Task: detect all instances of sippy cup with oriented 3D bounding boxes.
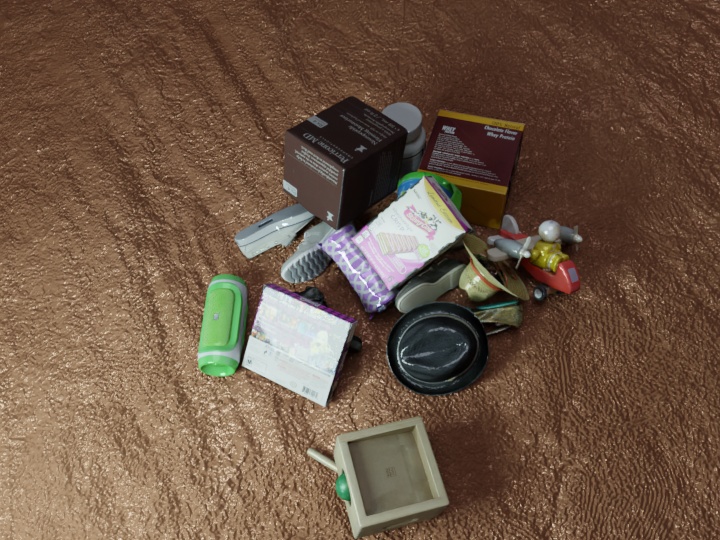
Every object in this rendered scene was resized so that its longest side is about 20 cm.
[{"bbox_3d":[0.128,-0.117,1.372,0.139,0.178,0.131,20,61,2],"label":"sippy cup"}]

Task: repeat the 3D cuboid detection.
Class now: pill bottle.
[{"bbox_3d":[0.093,-0.273,1.455,0.109,0.200,0.110,-2,59,4],"label":"pill bottle"}]

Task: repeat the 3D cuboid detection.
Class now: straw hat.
[{"bbox_3d":[0.247,0.017,1.315,0.085,0.201,0.201,-46,60,20],"label":"straw hat"}]

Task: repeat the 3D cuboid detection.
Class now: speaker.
[{"bbox_3d":[-0.283,0.112,1.338,0.088,0.089,0.200,-2,60,5],"label":"speaker"}]

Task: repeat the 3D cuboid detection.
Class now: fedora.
[{"bbox_3d":[0.143,0.149,1.232,0.200,0.092,0.201,-1,84,11],"label":"fedora"}]

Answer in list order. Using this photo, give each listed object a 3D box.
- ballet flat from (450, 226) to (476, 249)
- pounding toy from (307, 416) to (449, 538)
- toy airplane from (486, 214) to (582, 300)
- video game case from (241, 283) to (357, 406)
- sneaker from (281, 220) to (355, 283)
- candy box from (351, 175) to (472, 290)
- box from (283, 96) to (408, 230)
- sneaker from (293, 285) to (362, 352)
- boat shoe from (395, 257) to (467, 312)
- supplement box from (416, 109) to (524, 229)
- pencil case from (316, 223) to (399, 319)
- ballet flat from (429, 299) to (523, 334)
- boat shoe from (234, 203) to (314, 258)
[{"bbox_3d":[0.159,-0.057,1.412,0.199,0.046,0.068,-16,59,-4],"label":"ballet flat"},{"bbox_3d":[0.023,0.363,1.148,0.199,0.142,0.184,-10,59,-13],"label":"pounding toy"},{"bbox_3d":[0.361,-0.053,1.331,0.199,0.141,0.200,20,41,0],"label":"toy airplane"},{"bbox_3d":[-0.123,0.144,1.271,0.200,0.036,0.182,22,105,18],"label":"video game case"},{"bbox_3d":[-0.103,-0.049,1.432,0.200,0.075,0.082,-41,47,-21],"label":"sneaker"},{"bbox_3d":[0.099,-0.072,1.275,0.200,0.061,0.137,-40,83,23],"label":"candy box"},{"bbox_3d":[-0.033,-0.225,1.343,0.166,0.164,0.200,36,52,22],"label":"box"},{"bbox_3d":[-0.076,0.096,1.330,0.199,0.076,0.114,18,70,22],"label":"sneaker"},{"bbox_3d":[0.138,0.029,1.341,0.200,0.067,0.057,-26,41,-31],"label":"boat shoe"},{"bbox_3d":[0.245,-0.229,1.453,0.197,0.133,0.200,13,63,13],"label":"supplement box"},{"bbox_3d":[0.000,0.000,1.350,0.085,0.084,0.200,-38,79,22],"label":"pencil case"},{"bbox_3d":[0.229,0.100,1.309,0.199,0.071,0.071,-5,59,5],"label":"ballet flat"},{"bbox_3d":[-0.178,-0.087,1.454,0.200,0.070,0.071,-27,31,-5],"label":"boat shoe"}]
